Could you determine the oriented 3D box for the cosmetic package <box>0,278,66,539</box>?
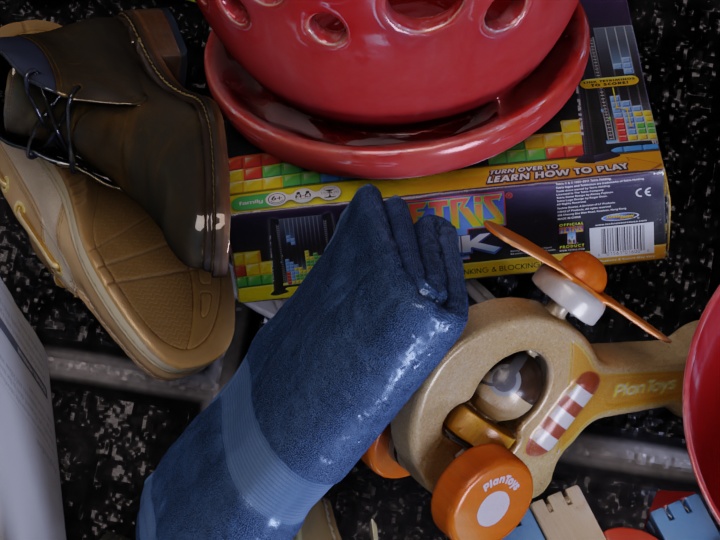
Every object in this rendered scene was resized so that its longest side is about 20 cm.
[{"bbox_3d":[-0.240,0.116,1.316,0.198,0.123,0.201,-14,56,6],"label":"cosmetic package"}]

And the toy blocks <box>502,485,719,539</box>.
[{"bbox_3d":[0.099,0.165,1.341,0.199,0.100,0.137,-20,65,-14],"label":"toy blocks"}]

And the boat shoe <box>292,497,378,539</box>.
[{"bbox_3d":[-0.003,0.181,1.295,0.062,0.073,0.201,-7,57,-11],"label":"boat shoe"}]

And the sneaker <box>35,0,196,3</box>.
[{"bbox_3d":[-0.073,-0.159,1.447,0.199,0.072,0.083,-19,75,-3],"label":"sneaker"}]

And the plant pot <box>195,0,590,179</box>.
[{"bbox_3d":[0.014,-0.152,1.301,0.199,0.183,0.201,-5,37,4],"label":"plant pot"}]

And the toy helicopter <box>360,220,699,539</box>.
[{"bbox_3d":[0.098,0.042,1.331,0.199,0.133,0.079,-5,30,-38],"label":"toy helicopter"}]

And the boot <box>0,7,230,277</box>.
[{"bbox_3d":[-0.117,-0.054,1.329,0.096,0.075,0.200,-3,31,-16],"label":"boot"}]

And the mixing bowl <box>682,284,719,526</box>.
[{"bbox_3d":[0.236,0.080,1.339,0.199,0.108,0.201,1,70,-4],"label":"mixing bowl"}]

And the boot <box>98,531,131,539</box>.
[{"bbox_3d":[-0.088,0.226,1.342,0.130,0.068,0.201,19,77,2],"label":"boot"}]

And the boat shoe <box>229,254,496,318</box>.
[{"bbox_3d":[0.000,0.000,1.398,0.199,0.069,0.071,26,80,11],"label":"boat shoe"}]

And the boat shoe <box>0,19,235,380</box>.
[{"bbox_3d":[-0.125,-0.025,1.413,0.073,0.069,0.201,-14,64,-32],"label":"boat shoe"}]

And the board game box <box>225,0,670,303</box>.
[{"bbox_3d":[0.036,-0.065,1.381,0.199,0.057,0.166,-6,40,0],"label":"board game box"}]

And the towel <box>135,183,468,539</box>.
[{"bbox_3d":[-0.031,0.062,1.284,0.048,0.112,0.200,33,110,-20],"label":"towel"}]
